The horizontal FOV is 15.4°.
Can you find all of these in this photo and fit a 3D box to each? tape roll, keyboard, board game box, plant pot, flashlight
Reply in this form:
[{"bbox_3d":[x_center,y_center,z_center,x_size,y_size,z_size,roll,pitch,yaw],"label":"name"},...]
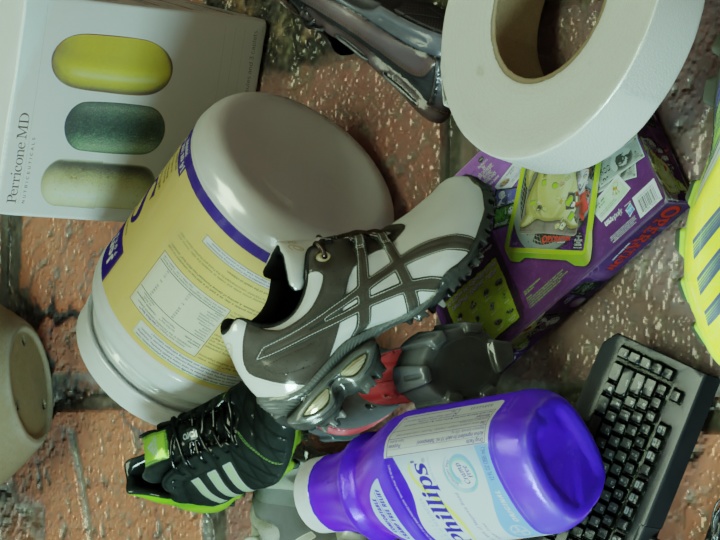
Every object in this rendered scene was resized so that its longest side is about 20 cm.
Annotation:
[{"bbox_3d":[0.122,-0.155,1.563,0.203,0.037,0.203,-27,55,47],"label":"tape roll"},{"bbox_3d":[0.154,0.148,1.519,0.127,0.021,0.200,24,97,30],"label":"keyboard"},{"bbox_3d":[0.109,-0.034,1.608,0.200,0.032,0.120,-44,59,39],"label":"board game box"},{"bbox_3d":[-0.308,0.092,1.995,0.134,0.200,0.201,-8,79,13],"label":"plant pot"},{"bbox_3d":[0.015,0.067,1.644,0.068,0.068,0.200,-64,17,-16],"label":"flashlight"}]

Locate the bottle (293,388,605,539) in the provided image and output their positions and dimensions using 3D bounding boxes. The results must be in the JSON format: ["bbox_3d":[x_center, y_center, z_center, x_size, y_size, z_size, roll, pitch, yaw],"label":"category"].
[{"bbox_3d":[0.045,0.120,1.554,0.200,0.065,0.084,-12,116,43],"label":"bottle"}]

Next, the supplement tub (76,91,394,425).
[{"bbox_3d":[-0.086,-0.003,1.746,0.200,0.145,0.146,-50,52,34],"label":"supplement tub"}]

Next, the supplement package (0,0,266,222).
[{"bbox_3d":[-0.197,-0.119,1.842,0.151,0.200,0.152,19,102,49],"label":"supplement package"}]

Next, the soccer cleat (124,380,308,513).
[{"bbox_3d":[-0.093,0.113,1.707,0.200,0.081,0.068,136,134,-58],"label":"soccer cleat"}]

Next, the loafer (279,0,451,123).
[{"bbox_3d":[-0.002,-0.157,1.720,0.200,0.072,0.063,34,117,42],"label":"loafer"}]

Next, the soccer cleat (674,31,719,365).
[{"bbox_3d":[0.223,-0.042,1.447,0.084,0.065,0.200,9,94,47],"label":"soccer cleat"}]

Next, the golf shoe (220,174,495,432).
[{"bbox_3d":[0.000,0.000,1.580,0.200,0.095,0.078,-49,16,-24],"label":"golf shoe"}]

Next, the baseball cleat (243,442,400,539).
[{"bbox_3d":[-0.012,0.187,1.717,0.200,0.070,0.107,45,127,53],"label":"baseball cleat"}]
